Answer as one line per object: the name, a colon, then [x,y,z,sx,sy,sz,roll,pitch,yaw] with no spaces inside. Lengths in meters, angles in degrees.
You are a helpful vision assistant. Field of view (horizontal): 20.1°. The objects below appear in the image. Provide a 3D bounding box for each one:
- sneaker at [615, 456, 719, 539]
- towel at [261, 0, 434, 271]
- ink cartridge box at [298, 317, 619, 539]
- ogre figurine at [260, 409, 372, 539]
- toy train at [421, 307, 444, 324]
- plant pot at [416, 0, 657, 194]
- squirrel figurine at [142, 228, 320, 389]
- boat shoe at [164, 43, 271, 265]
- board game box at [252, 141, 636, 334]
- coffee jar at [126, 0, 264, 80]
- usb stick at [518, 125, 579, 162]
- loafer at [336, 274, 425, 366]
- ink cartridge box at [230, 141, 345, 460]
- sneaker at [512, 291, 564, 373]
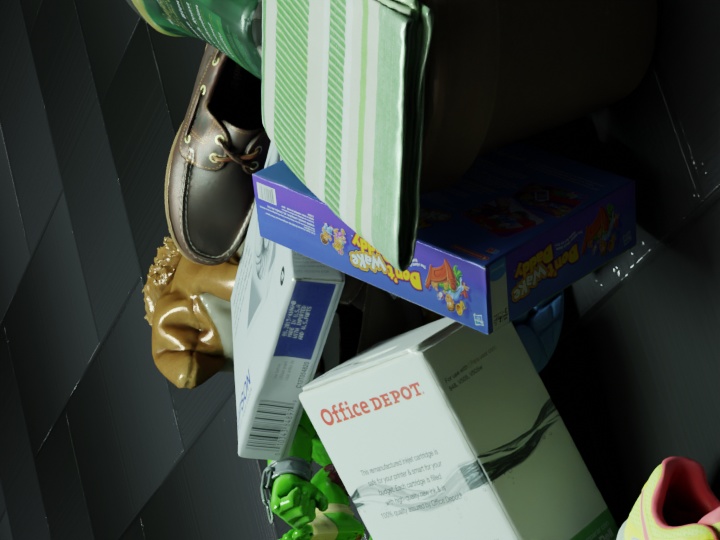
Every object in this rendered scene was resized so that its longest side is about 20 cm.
sneaker: [0.204,0.177,1.128,0.200,0.078,0.091,47,131,50]
towel: [-0.012,-0.109,1.175,0.200,0.023,0.154,-137,45,-55]
ink cartridge box: [0.067,0.134,1.306,0.146,0.083,0.201,-22,97,52]
ogre figurine: [-0.013,0.150,1.503,0.098,0.199,0.121,-37,54,40]
toy train: [0.055,0.061,1.464,0.151,0.055,0.201,107,148,-52]
plant pot: [0.075,-0.148,1.205,0.200,0.173,0.202,173,90,-65]
squirrel figurine: [-0.117,-0.018,1.730,0.200,0.140,0.189,32,119,57]
boat shoe: [-0.092,-0.102,1.438,0.070,0.070,0.202,-164,83,-72]
board game box: [0.050,-0.037,1.238,0.199,0.134,0.045,23,130,42]
coffee jar: [-0.083,-0.194,1.350,0.199,0.104,0.086,28,159,49]
usb stick: [0.107,-0.092,1.304,0.055,0.032,0.202,-45,60,53]
loafer: [0.000,0.000,1.402,0.073,0.070,0.202,156,104,-70]
ink cartridge box: [-0.056,-0.007,1.405,0.200,0.040,0.201,108,162,-47]
sneaker: [0.083,-0.005,1.372,0.083,0.070,0.201,92,160,-53]
